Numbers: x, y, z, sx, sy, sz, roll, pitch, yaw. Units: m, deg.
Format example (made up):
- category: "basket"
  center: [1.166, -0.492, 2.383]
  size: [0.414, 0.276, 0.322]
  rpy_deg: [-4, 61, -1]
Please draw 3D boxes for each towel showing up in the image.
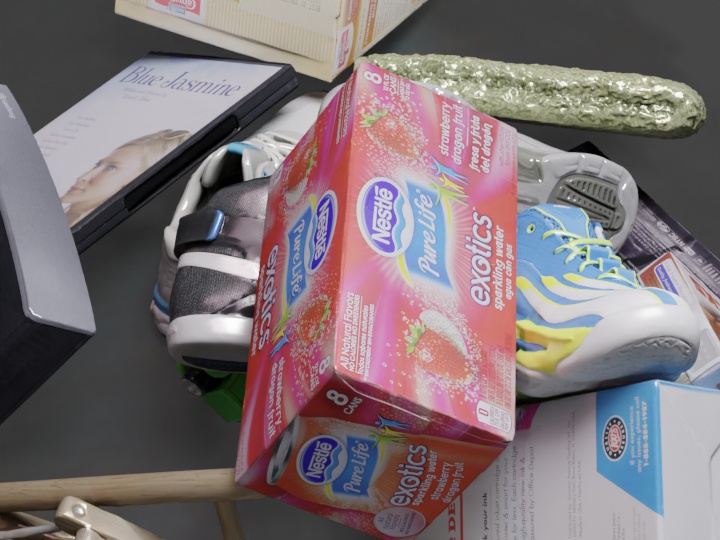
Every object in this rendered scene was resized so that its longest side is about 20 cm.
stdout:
- category: "towel"
  center: [0.103, -0.104, 1.259]
  size: [0.199, 0.037, 0.148]
  rpy_deg: [7, 4, 10]

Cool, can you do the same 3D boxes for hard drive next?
- category: "hard drive"
  center: [-0.221, -0.004, 1.168]
  size: [0.135, 0.042, 0.200]
  rpy_deg: [-42, 48, 19]

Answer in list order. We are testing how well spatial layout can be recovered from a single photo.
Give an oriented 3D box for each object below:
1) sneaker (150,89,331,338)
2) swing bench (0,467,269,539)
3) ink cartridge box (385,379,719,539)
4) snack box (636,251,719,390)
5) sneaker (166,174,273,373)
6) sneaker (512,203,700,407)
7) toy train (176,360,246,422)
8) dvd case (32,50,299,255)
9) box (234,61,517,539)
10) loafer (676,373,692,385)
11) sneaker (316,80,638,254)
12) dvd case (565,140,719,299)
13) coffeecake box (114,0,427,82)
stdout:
- category: "sneaker"
  center: [-0.056, -0.050, 1.231]
  size: [0.075, 0.087, 0.200]
  rpy_deg: [16, 47, 17]
- category: "swing bench"
  center: [-0.153, 0.188, 0.980]
  size: [0.199, 0.130, 0.199]
  rpy_deg: [7, 47, 15]
- category: "ink cartridge box"
  center: [0.096, 0.124, 1.006]
  size: [0.068, 0.200, 0.116]
  rpy_deg: [9, 75, -35]
- category: "snack box"
  center: [0.203, 0.065, 1.057]
  size: [0.024, 0.200, 0.072]
  rpy_deg: [-36, 46, 15]
- category: "sneaker"
  center: [0.000, 0.000, 1.126]
  size: [0.199, 0.073, 0.112]
  rpy_deg: [7, 71, -14]
- category: "sneaker"
  center: [0.095, 0.011, 1.008]
  size: [0.075, 0.200, 0.106]
  rpy_deg: [3, 76, -20]
- category: "toy train"
  center: [-0.029, 0.001, 1.186]
  size: [0.056, 0.042, 0.200]
  rpy_deg: [45, 63, -16]
- category: "dvd case"
  center: [-0.148, -0.070, 1.258]
  size: [0.142, 0.018, 0.200]
  rpy_deg: [10, 41, 46]
- category: "box"
  center: [0.010, 0.013, 1.008]
  size: [0.095, 0.100, 0.201]
  rpy_deg: [23, 45, -19]
- category: "loafer"
  center: [0.148, 0.067, 1.139]
  size: [0.199, 0.070, 0.070]
  rpy_deg: [-19, 19, -12]
- category: "sneaker"
  center: [0.052, -0.055, 1.188]
  size: [0.199, 0.078, 0.099]
  rpy_deg: [21, 2, -28]
- category: "dvd case"
  center: [0.097, 0.011, 1.218]
  size: [0.199, 0.016, 0.149]
  rpy_deg: [-26, 52, -22]
- category: "coffeecake box"
  center: [-0.039, -0.206, 1.353]
  size: [0.153, 0.073, 0.200]
  rpy_deg: [19, 33, 17]
